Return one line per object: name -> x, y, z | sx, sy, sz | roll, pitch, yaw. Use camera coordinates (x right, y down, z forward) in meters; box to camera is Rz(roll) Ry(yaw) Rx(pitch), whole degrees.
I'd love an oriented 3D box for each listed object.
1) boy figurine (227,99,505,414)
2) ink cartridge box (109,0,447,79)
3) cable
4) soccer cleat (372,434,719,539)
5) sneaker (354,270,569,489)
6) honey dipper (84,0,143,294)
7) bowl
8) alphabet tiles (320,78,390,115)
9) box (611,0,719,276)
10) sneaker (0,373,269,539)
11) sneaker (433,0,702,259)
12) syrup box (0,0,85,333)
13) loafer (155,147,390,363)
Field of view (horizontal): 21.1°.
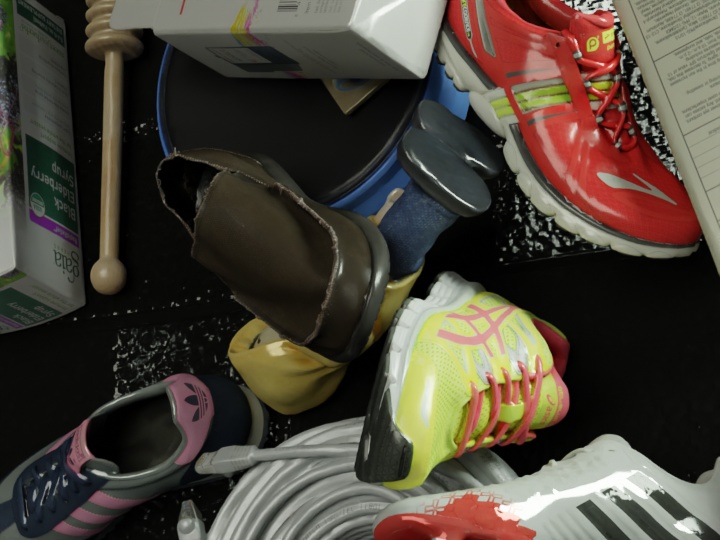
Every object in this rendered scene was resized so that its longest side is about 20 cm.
boy figurine -> 0.000, 0.000, 1.037 | 0.064, 0.125, 0.200 | 36, 127, -7
ink cartridge box -> -0.041, -0.171, 1.067 | 0.199, 0.067, 0.118 | 7, 76, 44
cable -> 0.008, 0.174, 0.994 | 0.198, 0.069, 0.202 | -16, 67, 21
soccer cleat -> 0.098, 0.117, 0.918 | 0.069, 0.198, 0.086 | 122, 151, -53
sneaker -> 0.058, 0.055, 0.947 | 0.090, 0.200, 0.079 | 20, 114, 10
honey dipper -> -0.153, -0.083, 1.187 | 0.038, 0.038, 0.202 | -7, 74, 25
bowl -> -0.032, -0.111, 1.127 | 0.199, 0.039, 0.203 | -9, 70, 25
alphabet tiles -> 0.007, -0.211, 1.114 | 0.167, 0.008, 0.201 | -40, 59, 11
box -> 0.199, -0.088, 0.975 | 0.094, 0.078, 0.202 | -24, 64, 18
sneaker -> -0.153, 0.108, 1.091 | 0.199, 0.082, 0.071 | -29, 64, 20
sneaker -> 0.110, -0.091, 0.991 | 0.200, 0.077, 0.085 | 52, 131, 21
syrup box -> -0.227, -0.070, 1.193 | 0.081, 0.079, 0.202 | -18, 66, 21
loafer -> -0.053, -0.011, 0.982 | 0.200, 0.071, 0.074 | 35, 109, 56
